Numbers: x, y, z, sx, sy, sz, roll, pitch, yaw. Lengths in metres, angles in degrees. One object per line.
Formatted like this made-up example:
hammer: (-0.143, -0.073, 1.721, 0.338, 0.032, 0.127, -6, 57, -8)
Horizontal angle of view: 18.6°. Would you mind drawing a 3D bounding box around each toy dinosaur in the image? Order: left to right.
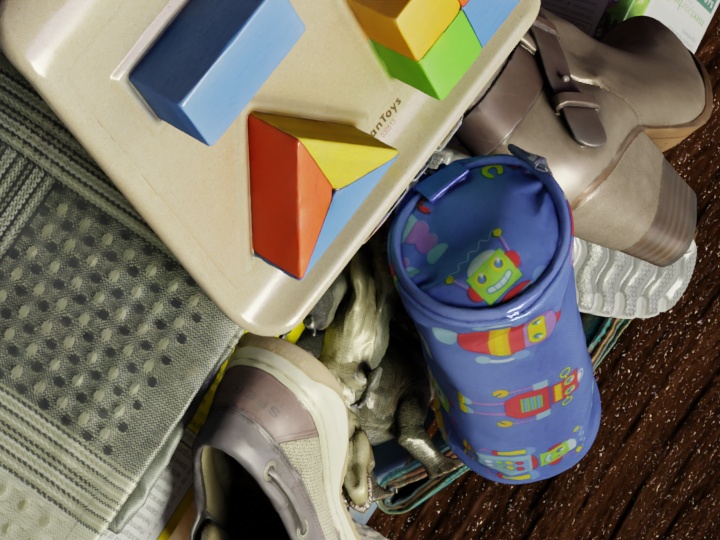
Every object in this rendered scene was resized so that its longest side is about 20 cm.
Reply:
toy dinosaur: (-0.010, 0.060, 1.043, 0.199, 0.077, 0.103, -9, 77, -46)
toy dinosaur: (0.000, 0.000, 0.943, 0.088, 0.047, 0.201, 31, 72, -69)

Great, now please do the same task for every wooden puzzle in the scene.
wooden puzzle: (-0.015, -0.089, 0.772, 0.185, 0.046, 0.200, -52, 141, -12)

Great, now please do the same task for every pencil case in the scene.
pencil case: (0.059, 0.023, 0.952, 0.078, 0.087, 0.200, -27, 152, -4)

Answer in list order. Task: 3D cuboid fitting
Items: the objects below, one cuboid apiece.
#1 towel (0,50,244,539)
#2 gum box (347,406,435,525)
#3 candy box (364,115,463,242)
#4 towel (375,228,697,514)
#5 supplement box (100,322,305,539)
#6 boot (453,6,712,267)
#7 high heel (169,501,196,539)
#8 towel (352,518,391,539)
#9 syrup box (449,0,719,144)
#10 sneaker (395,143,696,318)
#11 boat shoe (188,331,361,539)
towel: (-0.144, 0.002, 0.859, 0.193, 0.200, 0.035, -56, -179, -13)
gum box: (-0.063, 0.111, 1.108, 0.200, 0.044, 0.170, -57, 142, -11)
candy box: (-0.069, -0.122, 0.866, 0.077, 0.169, 0.200, -50, 140, -10)
towel: (0.095, 0.047, 1.162, 0.147, 0.022, 0.200, -38, -177, 37)
supplement box: (-0.122, 0.041, 0.945, 0.200, 0.109, 0.109, -57, 142, -11)
boot: (0.091, -0.092, 1.005, 0.146, 0.200, 0.070, 36, 119, -25)
high heel: (-0.084, 0.144, 0.959, 0.200, 0.067, 0.096, -56, 159, -58)
towel: (-0.010, 0.195, 1.028, 0.200, 0.132, 0.035, -55, 168, -49)
syrup box: (0.108, -0.089, 1.166, 0.079, 0.081, 0.201, 28, 87, -51)
sneaker: (0.060, -0.024, 1.065, 0.199, 0.082, 0.075, 16, 108, -21)
boat shoe: (-0.040, 0.112, 0.923, 0.065, 0.072, 0.201, -46, 150, -33)
